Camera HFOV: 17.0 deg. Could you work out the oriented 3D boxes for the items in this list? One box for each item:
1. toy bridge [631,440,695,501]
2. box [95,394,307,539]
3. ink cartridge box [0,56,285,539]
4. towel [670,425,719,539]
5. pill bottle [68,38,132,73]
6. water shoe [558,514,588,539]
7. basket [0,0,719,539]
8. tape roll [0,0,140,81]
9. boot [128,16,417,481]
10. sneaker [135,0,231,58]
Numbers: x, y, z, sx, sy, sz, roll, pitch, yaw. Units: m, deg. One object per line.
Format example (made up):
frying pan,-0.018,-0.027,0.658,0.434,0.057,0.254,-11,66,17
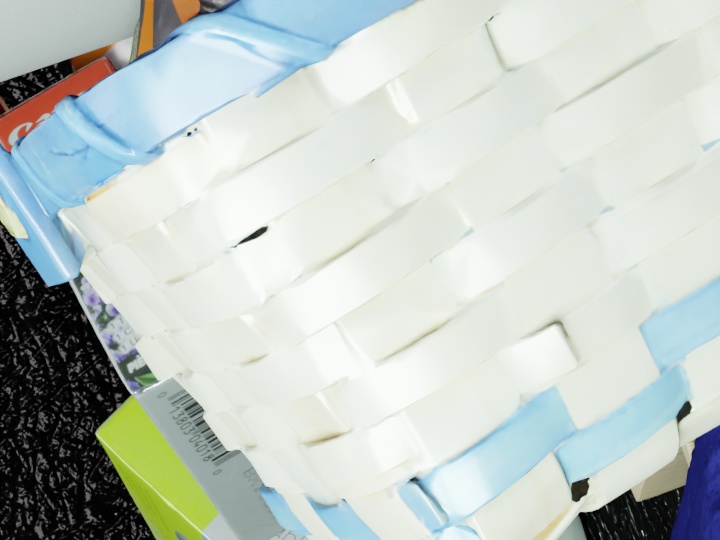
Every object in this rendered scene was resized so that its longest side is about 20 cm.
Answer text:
toy bridge,0.081,0.039,0.612,0.067,0.027,0.200,91,158,-65
box,-0.004,0.128,0.887,0.200,0.048,0.122,39,165,23
ink cartridge box,-0.076,-0.011,0.832,0.200,0.050,0.109,58,178,37
towel,0.083,0.125,0.514,0.148,0.049,0.200,-78,-4,-50
pill bottle,-0.078,-0.159,0.895,0.113,0.113,0.200,101,149,-73
water shoe,0.023,0.067,0.865,0.072,0.079,0.200,98,151,-72
basket,0.002,-0.057,0.412,0.200,0.176,0.139,63,164,-7
tape roll,-0.139,-0.153,0.727,0.203,0.139,0.203,161,90,-84
boot,0.000,0.000,0.736,0.155,0.072,0.200,53,178,18
sneaker,-0.033,-0.108,0.524,0.112,0.078,0.200,24,103,27
